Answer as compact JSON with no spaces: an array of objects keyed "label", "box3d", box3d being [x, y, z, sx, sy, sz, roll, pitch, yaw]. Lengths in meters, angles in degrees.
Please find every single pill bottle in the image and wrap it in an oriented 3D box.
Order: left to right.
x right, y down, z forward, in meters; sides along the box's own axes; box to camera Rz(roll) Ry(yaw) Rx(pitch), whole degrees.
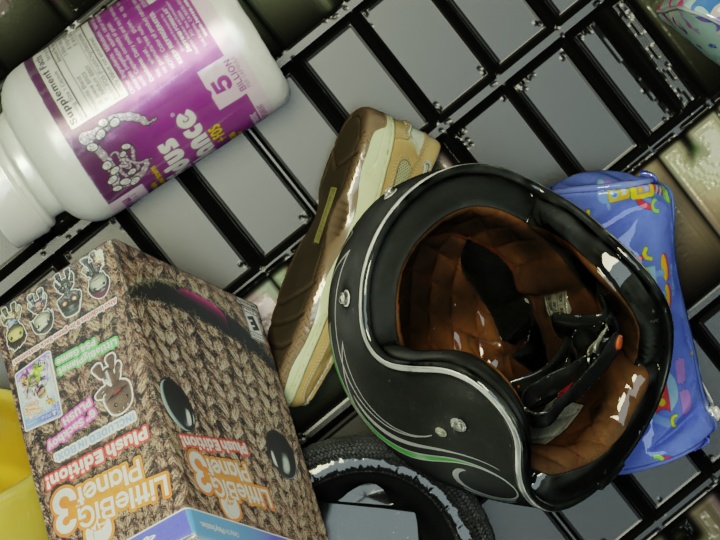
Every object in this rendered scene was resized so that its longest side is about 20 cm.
[{"label":"pill bottle","box3d":[-0.152,-0.101,1.476,0.199,0.112,0.113,-33,97,0]}]

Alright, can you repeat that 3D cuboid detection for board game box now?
[{"label":"board game box","box3d":[-0.116,0.107,1.425,0.097,0.159,0.201,-30,61,21]}]

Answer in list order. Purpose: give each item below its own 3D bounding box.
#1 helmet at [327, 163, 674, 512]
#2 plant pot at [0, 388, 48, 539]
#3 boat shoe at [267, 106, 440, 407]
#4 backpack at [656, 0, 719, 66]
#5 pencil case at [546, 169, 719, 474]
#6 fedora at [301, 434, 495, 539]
[{"label":"helmet","box3d":[0.075,0.037,1.439,0.190,0.200,0.201,32,93,33]},{"label":"plant pot","box3d":[-0.268,0.196,1.466,0.199,0.201,0.190,-6,112,-4]},{"label":"boat shoe","box3d":[0.000,0.000,1.524,0.076,0.072,0.201,20,95,-22]},{"label":"backpack","box3d":[0.288,-0.177,1.470,0.199,0.178,0.151,25,95,-4]},{"label":"pencil case","box3d":[0.177,0.032,1.531,0.086,0.078,0.201,-12,96,4]},{"label":"fedora","box3d":[-0.001,0.204,1.527,0.199,0.092,0.202,0,92,-4]}]
